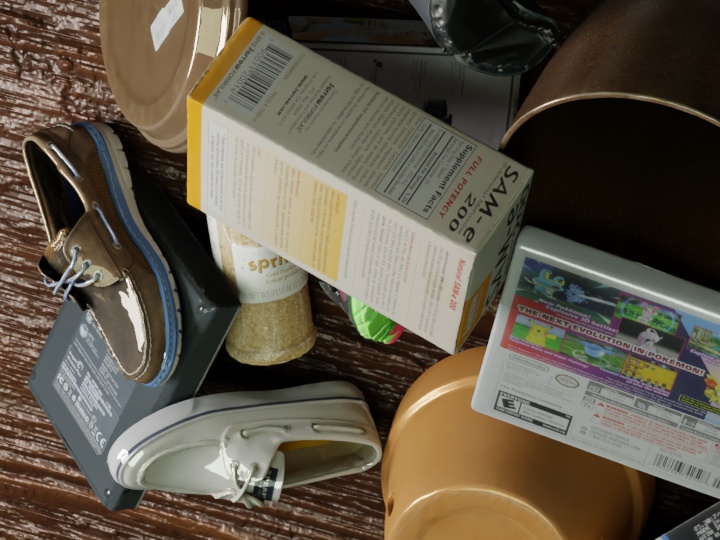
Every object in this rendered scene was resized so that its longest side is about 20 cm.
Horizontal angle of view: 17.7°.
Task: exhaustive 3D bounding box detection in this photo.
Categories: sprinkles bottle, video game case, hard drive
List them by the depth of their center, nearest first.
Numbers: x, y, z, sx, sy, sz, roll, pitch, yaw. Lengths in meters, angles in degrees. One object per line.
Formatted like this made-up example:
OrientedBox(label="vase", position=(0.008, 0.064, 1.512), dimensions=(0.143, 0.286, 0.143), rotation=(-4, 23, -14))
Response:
OrientedBox(label="video game case", position=(0.178, 0.063, 1.448), dimensions=(0.199, 0.023, 0.183), rotation=(20, 143, 6))
OrientedBox(label="sprinkles bottle", position=(-0.074, -0.036, 1.610), dimensions=(0.068, 0.068, 0.201), rotation=(1, 118, 16))
OrientedBox(label="hard drive", position=(-0.166, 0.053, 1.661), dimensions=(0.140, 0.033, 0.201), rotation=(52, 129, 33))

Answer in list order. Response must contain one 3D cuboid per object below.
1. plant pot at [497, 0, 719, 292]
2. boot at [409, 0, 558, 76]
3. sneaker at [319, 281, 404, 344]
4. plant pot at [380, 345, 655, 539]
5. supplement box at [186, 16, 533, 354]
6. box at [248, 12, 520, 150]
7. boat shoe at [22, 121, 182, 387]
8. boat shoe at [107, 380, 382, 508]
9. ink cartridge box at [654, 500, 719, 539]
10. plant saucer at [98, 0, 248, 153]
OrientedBox(label="plant pot", position=(0.197, -0.114, 1.399), dimensions=(0.185, 0.201, 0.188), rotation=(15, 145, 11))
OrientedBox(label="boot", position=(0.025, -0.209, 1.365), dimensions=(0.076, 0.168, 0.200), rotation=(-45, 131, 10))
OrientedBox(label="sneaker", position=(0.000, 0.000, 1.548), dimensions=(0.084, 0.200, 0.077), rotation=(36, 81, 8))
OrientedBox(label="plant pot", position=(0.099, 0.172, 1.626), dimensions=(0.198, 0.140, 0.202), rotation=(7, 118, 13))
OrientedBox(label="supplement box", position=(-0.004, -0.050, 1.392), dimensions=(0.199, 0.074, 0.126), rotation=(30, 153, 11))
OrientedBox(label="box", position=(0.001, -0.103, 1.515), dimensions=(0.198, 0.060, 0.118), rotation=(1, 114, -6))
OrientedBox(label="boat shoe", position=(-0.186, -0.009, 1.599), dimensions=(0.072, 0.072, 0.201), rotation=(-43, 61, 42))
OrientedBox(label="boat shoe", position=(-0.077, 0.132, 1.636), dimensions=(0.199, 0.070, 0.071), rotation=(-7, 137, -26))
OrientedBox(label="ink cartridge box", position=(0.189, 0.249, 1.599), dimensions=(0.047, 0.197, 0.200), rotation=(53, 164, 24))
OrientedBox(label="plant saucer", position=(-0.125, -0.177, 1.492), dimensions=(0.029, 0.200, 0.201), rotation=(0, 126, -29))
